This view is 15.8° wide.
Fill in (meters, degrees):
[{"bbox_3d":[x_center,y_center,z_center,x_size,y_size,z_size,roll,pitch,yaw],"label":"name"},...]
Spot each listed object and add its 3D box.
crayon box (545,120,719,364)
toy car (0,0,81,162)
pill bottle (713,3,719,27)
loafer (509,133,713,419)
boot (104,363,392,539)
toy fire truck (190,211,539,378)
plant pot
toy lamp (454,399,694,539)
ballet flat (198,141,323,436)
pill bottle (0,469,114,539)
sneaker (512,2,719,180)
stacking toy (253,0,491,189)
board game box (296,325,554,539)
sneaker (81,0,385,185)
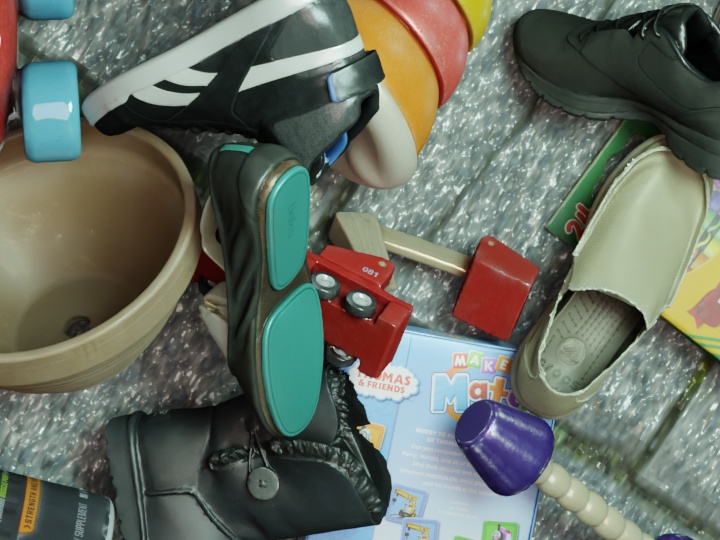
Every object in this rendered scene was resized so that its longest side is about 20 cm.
[{"bbox_3d":[0.237,-0.016,1.695,0.200,0.051,0.127,36,90,-11],"label":"crayon box"},{"bbox_3d":[-0.257,-0.151,1.508,0.183,0.200,0.178,-2,78,-6],"label":"toy car"},{"bbox_3d":[0.298,-0.138,1.614,0.115,0.200,0.117,-1,97,-9],"label":"pill bottle"},{"bbox_3d":[0.165,0.007,1.625,0.075,0.068,0.201,28,91,-7],"label":"loafer"},{"bbox_3d":[-0.061,0.169,1.630,0.167,0.076,0.201,-11,93,15],"label":"boot"},{"bbox_3d":[0.000,0.000,1.632,0.199,0.141,0.049,27,125,9],"label":"toy fire truck"},{"bbox_3d":[-0.185,0.007,1.585,0.200,0.201,0.093,-25,136,-5],"label":"plant pot"},{"bbox_3d":[0.139,0.148,1.665,0.200,0.058,0.058,38,89,-28],"label":"toy lamp"},{"bbox_3d":[-0.060,0.006,1.537,0.068,0.068,0.201,-37,139,-42],"label":"ballet flat"},{"bbox_3d":[-0.261,0.169,1.607,0.199,0.106,0.107,15,94,-11],"label":"pill bottle"},{"bbox_3d":[0.182,-0.133,1.616,0.076,0.199,0.091,-40,141,-37],"label":"sneaker"},{"bbox_3d":[0.036,-0.162,1.622,0.200,0.146,0.146,-43,101,-18],"label":"stacking toy"},{"bbox_3d":[0.042,0.140,1.688,0.150,0.037,0.201,10,96,-11],"label":"board game box"},{"bbox_3d":[-0.074,-0.090,1.534,0.199,0.073,0.112,-24,97,37],"label":"sneaker"}]
